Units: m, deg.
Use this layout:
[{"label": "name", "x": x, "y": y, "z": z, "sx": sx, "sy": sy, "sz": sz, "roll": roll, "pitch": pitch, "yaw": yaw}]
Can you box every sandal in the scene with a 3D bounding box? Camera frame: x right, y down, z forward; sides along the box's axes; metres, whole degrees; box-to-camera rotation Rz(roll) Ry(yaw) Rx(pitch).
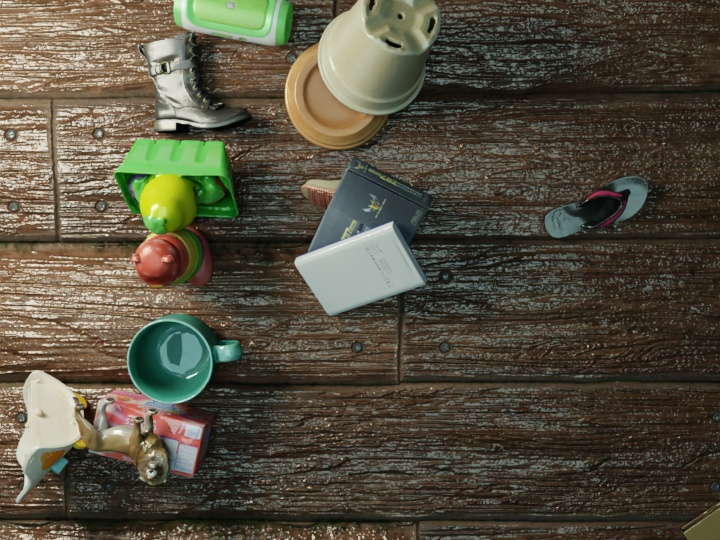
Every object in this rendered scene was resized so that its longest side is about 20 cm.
[{"label": "sandal", "x": 0.433, "y": -0.110, "z": 1.400, "sx": 0.199, "sy": 0.045, "sz": 0.076, "roll": -23, "pitch": 94, "yaw": 3}]

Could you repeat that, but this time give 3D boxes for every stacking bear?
[{"label": "stacking bear", "x": -0.335, "y": -0.021, "z": 1.343, "sx": 0.121, "sy": 0.200, "sz": 0.115, "roll": 7, "pitch": 96, "yaw": 1}]

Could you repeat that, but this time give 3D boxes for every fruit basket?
[{"label": "fruit basket", "x": -0.320, "y": -0.127, "z": 1.336, "sx": 0.214, "sy": 0.156, "sz": 0.217, "roll": 0, "pitch": 61, "yaw": 0}]

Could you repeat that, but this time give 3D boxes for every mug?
[{"label": "mug", "x": -0.319, "y": 0.162, "z": 1.402, "sx": 0.184, "sy": 0.114, "sz": 0.153, "roll": 26, "pitch": 94, "yaw": -2}]

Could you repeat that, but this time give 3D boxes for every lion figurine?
[{"label": "lion figurine", "x": -0.421, "y": 0.296, "z": 1.350, "sx": 0.199, "sy": 0.072, "sz": 0.123, "roll": 14, "pitch": 109, "yaw": 14}]

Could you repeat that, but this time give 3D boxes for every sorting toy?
[{"label": "sorting toy", "x": -0.588, "y": 0.323, "z": 1.410, "sx": 0.106, "sy": 0.200, "sz": 0.180, "roll": 25, "pitch": 111, "yaw": -35}]

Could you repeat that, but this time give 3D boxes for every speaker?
[{"label": "speaker", "x": -0.224, "y": -0.455, "z": 1.366, "sx": 0.199, "sy": 0.088, "sz": 0.089, "roll": 11, "pitch": 95, "yaw": 0}]

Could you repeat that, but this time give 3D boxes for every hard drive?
[{"label": "hard drive", "x": 0.000, "y": 0.000, "z": 1.369, "sx": 0.199, "sy": 0.025, "sz": 0.132, "roll": -19, "pitch": 120, "yaw": 24}]

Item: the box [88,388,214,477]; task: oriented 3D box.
[{"label": "box", "x": -0.383, "y": 0.299, "z": 1.424, "sx": 0.199, "sy": 0.095, "sz": 0.103, "roll": 13, "pitch": 95, "yaw": 0}]

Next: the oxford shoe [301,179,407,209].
[{"label": "oxford shoe", "x": -0.007, "y": -0.143, "z": 1.407, "sx": 0.199, "sy": 0.071, "sz": 0.074, "roll": 12, "pitch": 66, "yaw": 3}]

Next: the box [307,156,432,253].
[{"label": "box", "x": 0.014, "y": -0.080, "z": 1.357, "sx": 0.157, "sy": 0.051, "sz": 0.201, "roll": 27, "pitch": 126, "yaw": -4}]

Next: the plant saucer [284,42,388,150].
[{"label": "plant saucer", "x": -0.040, "y": -0.321, "z": 1.397, "sx": 0.199, "sy": 0.037, "sz": 0.202, "roll": 0, "pitch": 95, "yaw": 1}]

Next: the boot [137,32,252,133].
[{"label": "boot", "x": -0.299, "y": -0.340, "z": 1.384, "sx": 0.199, "sy": 0.069, "sz": 0.175, "roll": -3, "pitch": 95, "yaw": 3}]

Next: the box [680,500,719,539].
[{"label": "box", "x": 0.728, "y": 0.526, "z": 1.456, "sx": 0.163, "sy": 0.021, "sz": 0.200, "roll": -36, "pitch": 93, "yaw": 4}]

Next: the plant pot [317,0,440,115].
[{"label": "plant pot", "x": 0.042, "y": -0.388, "z": 1.288, "sx": 0.199, "sy": 0.183, "sz": 0.202, "roll": 2, "pitch": 80, "yaw": -14}]
